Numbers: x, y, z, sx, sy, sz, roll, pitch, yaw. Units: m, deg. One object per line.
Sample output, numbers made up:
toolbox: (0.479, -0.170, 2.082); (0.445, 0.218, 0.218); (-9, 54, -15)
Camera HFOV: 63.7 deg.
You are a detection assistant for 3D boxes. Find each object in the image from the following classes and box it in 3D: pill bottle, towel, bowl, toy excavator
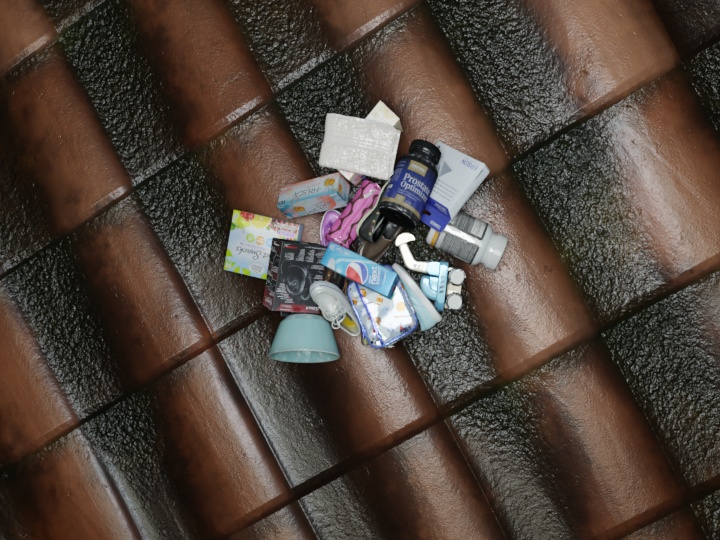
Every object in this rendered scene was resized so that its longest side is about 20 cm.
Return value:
pill bottle: (0.130, -0.220, 1.462); (0.109, 0.112, 0.205); (22, 78, 5)
towel: (-0.003, -0.308, 1.448); (0.194, 0.034, 0.137); (12, 94, 6)
pill bottle: (0.280, -0.086, 1.534); (0.196, 0.116, 0.119); (26, 95, 5)
bowl: (-0.151, 0.183, 1.578); (0.194, 0.201, 0.108); (-1, 73, 7)
toy excavator: (0.183, 0.005, 1.557); (0.193, 0.100, 0.201); (6, 94, 6)

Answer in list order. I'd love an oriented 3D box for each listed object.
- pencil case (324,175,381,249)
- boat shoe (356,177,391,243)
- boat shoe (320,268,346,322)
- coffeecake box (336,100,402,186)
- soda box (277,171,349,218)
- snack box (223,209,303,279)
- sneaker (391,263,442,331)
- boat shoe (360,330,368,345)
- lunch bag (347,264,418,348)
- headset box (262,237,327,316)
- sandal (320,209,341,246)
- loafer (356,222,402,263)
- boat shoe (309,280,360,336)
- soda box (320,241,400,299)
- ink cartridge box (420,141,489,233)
pencil case: (-0.014, -0.147, 1.560); (0.090, 0.093, 0.203); (36, 83, -15)
boat shoe: (0.068, -0.163, 1.533); (0.062, 0.074, 0.204); (29, 81, 33)
boat shoe: (-0.074, 0.051, 1.592); (0.068, 0.071, 0.206); (6, 107, -12)
coffeecake box: (0.019, -0.331, 1.539); (0.073, 0.153, 0.201); (41, 97, 4)
soda box: (-0.126, -0.201, 1.567); (0.195, 0.064, 0.070); (-10, 57, 29)
snack box: (-0.271, -0.066, 1.630); (0.194, 0.068, 0.174); (13, 95, 7)
sneaker: (0.134, 0.077, 1.582); (0.081, 0.074, 0.202); (-38, 86, 5)
boat shoe: (0.043, 0.107, 1.600); (0.074, 0.072, 0.207); (6, 93, -5)
lunch bag: (0.057, 0.102, 1.526); (0.157, 0.076, 0.205); (-25, 79, 5)
headset box: (-0.175, 0.025, 1.564); (0.145, 0.077, 0.207); (5, 98, -32)
sandal: (-0.080, -0.065, 1.614); (0.080, 0.050, 0.210); (5, 94, 7)
loafer: (0.054, -0.091, 1.586); (0.073, 0.071, 0.202); (38, 96, 4)
boat shoe: (-0.063, 0.114, 1.540); (0.073, 0.087, 0.203); (-30, 129, 14)
soda box: (0.000, 0.000, 1.481); (0.196, 0.068, 0.066); (25, 86, 14)
ink cartridge box: (0.205, -0.222, 1.508); (0.202, 0.040, 0.199); (-52, 42, 2)
